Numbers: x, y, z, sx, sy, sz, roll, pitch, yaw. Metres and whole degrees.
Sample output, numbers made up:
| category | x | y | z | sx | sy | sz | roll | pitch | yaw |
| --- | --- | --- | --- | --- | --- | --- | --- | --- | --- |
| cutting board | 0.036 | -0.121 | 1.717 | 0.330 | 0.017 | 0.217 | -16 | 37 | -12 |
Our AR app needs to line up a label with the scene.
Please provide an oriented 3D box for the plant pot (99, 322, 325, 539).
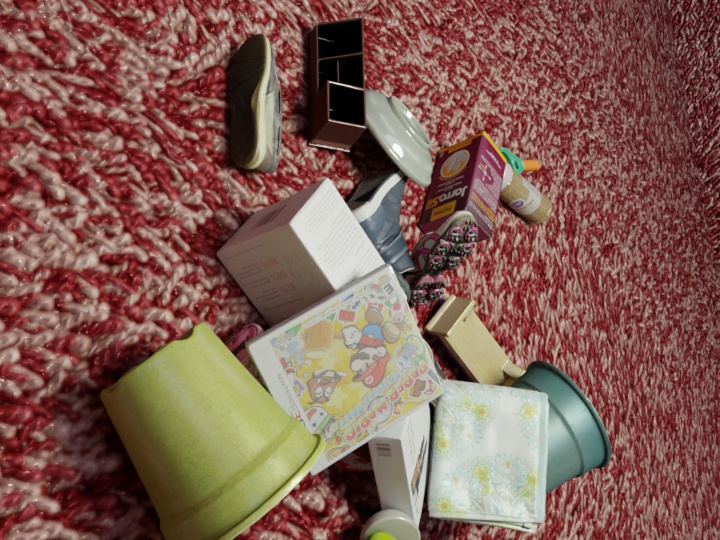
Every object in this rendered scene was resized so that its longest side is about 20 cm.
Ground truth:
| category | x | y | z | sx | sy | sz | roll | pitch | yaw |
| --- | --- | --- | --- | --- | --- | --- | --- | --- | --- |
| plant pot | -0.168 | 0.166 | 0.744 | 0.186 | 0.200 | 0.200 | 55 | 42 | -2 |

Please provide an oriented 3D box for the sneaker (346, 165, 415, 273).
| category | x | y | z | sx | sy | sz | roll | pitch | yaw |
| --- | --- | --- | --- | --- | --- | --- | --- | --- | --- |
| sneaker | 0.046 | -0.076 | 1.144 | 0.148 | 0.076 | 0.203 | 62 | 37 | -20 |

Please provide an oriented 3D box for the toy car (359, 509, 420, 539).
| category | x | y | z | sx | sy | sz | roll | pitch | yaw |
| --- | --- | --- | --- | --- | --- | --- | --- | --- | --- |
| toy car | 0.040 | 0.431 | 0.911 | 0.201 | 0.149 | 0.176 | 55 | 9 | -25 |

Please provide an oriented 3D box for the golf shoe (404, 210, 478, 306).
| category | x | y | z | sx | sy | sz | roll | pitch | yaw |
| --- | --- | --- | --- | --- | --- | --- | --- | --- | --- |
| golf shoe | 0.118 | -0.034 | 1.132 | 0.071 | 0.201 | 0.093 | 2 | 51 | -26 |

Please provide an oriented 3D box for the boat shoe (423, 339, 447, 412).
| category | x | y | z | sx | sy | sz | roll | pitch | yaw |
| --- | --- | --- | --- | --- | --- | --- | --- | --- | --- |
| boat shoe | 0.101 | 0.169 | 1.147 | 0.067 | 0.057 | 0.201 | -40 | 107 | -10 |

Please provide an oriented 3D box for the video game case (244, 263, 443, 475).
| category | x | y | z | sx | sy | sz | roll | pitch | yaw |
| --- | --- | --- | --- | --- | --- | --- | --- | --- | --- |
| video game case | -0.014 | 0.119 | 0.853 | 0.198 | 0.023 | 0.184 | -29 | 106 | -15 |

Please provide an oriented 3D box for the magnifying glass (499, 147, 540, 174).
| category | x | y | z | sx | sy | sz | roll | pitch | yaw |
| --- | --- | --- | --- | --- | --- | --- | --- | --- | --- |
| magnifying glass | 0.353 | -0.237 | 1.595 | 0.198 | 0.022 | 0.081 | -11 | 85 | -51 |

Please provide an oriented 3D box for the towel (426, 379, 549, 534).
| category | x | y | z | sx | sy | sz | roll | pitch | yaw |
| --- | --- | --- | --- | --- | --- | --- | --- | --- | --- |
| towel | 0.188 | 0.270 | 1.037 | 0.168 | 0.048 | 0.204 | 8 | 74 | -1 |

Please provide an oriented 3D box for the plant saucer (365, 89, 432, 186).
| category | x | y | z | sx | sy | sz | roll | pitch | yaw |
| --- | --- | --- | --- | --- | --- | --- | --- | --- | --- |
| plant saucer | 0.068 | -0.234 | 1.179 | 0.200 | 0.050 | 0.201 | 46 | 21 | -23 |

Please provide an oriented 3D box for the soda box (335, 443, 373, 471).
| category | x | y | z | sx | sy | sz | roll | pitch | yaw |
| --- | --- | --- | --- | --- | --- | --- | --- | --- | --- |
| soda box | 0.002 | 0.177 | 1.012 | 0.070 | 0.063 | 0.203 | 38 | 51 | -36 |

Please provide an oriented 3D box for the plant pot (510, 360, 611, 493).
| category | x | y | z | sx | sy | sz | roll | pitch | yaw |
| --- | --- | --- | --- | --- | --- | --- | --- | --- | --- |
| plant pot | 0.264 | 0.285 | 1.151 | 0.194 | 0.200 | 0.203 | -29 | 101 | -15 |

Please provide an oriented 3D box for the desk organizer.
| category | x | y | z | sx | sy | sz | roll | pitch | yaw |
| --- | --- | --- | --- | --- | --- | --- | --- | --- | --- |
| desk organizer | -0.037 | -0.299 | 1.106 | 0.071 | 0.077 | 0.204 | 6 | 71 | -24 |

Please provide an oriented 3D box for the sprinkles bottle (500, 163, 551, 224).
| category | x | y | z | sx | sy | sz | roll | pitch | yaw |
| --- | --- | --- | --- | --- | --- | --- | --- | --- | --- |
| sprinkles bottle | 0.335 | -0.168 | 1.513 | 0.199 | 0.068 | 0.069 | 27 | 57 | -41 |

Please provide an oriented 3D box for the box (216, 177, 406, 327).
| category | x | y | z | sx | sy | sz | roll | pitch | yaw |
| --- | --- | --- | --- | --- | --- | --- | --- | --- | --- |
| box | -0.061 | 0.008 | 0.929 | 0.201 | 0.151 | 0.107 | 56 | 43 | -21 |

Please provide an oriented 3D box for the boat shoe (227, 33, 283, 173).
| category | x | y | z | sx | sy | sz | roll | pitch | yaw |
| --- | --- | --- | --- | --- | --- | --- | --- | --- | --- |
| boat shoe | -0.141 | -0.230 | 0.990 | 0.066 | 0.071 | 0.205 | 25 | 59 | -53 |

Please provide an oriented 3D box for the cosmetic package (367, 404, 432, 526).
| category | x | y | z | sx | sy | sz | roll | pitch | yaw |
| --- | --- | --- | --- | --- | --- | --- | --- | --- | --- |
| cosmetic package | 0.061 | 0.242 | 0.988 | 0.152 | 0.051 | 0.202 | -71 | 157 | -50 |

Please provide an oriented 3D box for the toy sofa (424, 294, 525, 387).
| category | x | y | z | sx | sy | sz | roll | pitch | yaw |
| --- | --- | --- | --- | --- | --- | --- | --- | --- | --- |
| toy sofa | 0.196 | 0.141 | 1.249 | 0.083 | 0.097 | 0.201 | -48 | 116 | -19 |

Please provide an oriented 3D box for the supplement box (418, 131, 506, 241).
| category | x | y | z | sx | sy | sz | roll | pitch | yaw |
| --- | --- | --- | --- | --- | --- | --- | --- | --- | --- |
| supplement box | 0.192 | -0.145 | 1.307 | 0.086 | 0.109 | 0.202 | 42 | 49 | -30 |

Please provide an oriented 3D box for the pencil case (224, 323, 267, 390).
| category | x | y | z | sx | sy | sz | roll | pitch | yaw |
| --- | --- | --- | --- | --- | --- | --- | --- | --- | --- |
| pencil case | -0.097 | 0.156 | 0.893 | 0.083 | 0.086 | 0.200 | -44 | 116 | -5 |

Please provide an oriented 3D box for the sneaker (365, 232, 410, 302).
| category | x | y | z | sx | sy | sz | roll | pitch | yaw |
| --- | --- | --- | --- | --- | --- | --- | --- | --- | --- |
| sneaker | 0.000 | 0.000 | 1.033 | 0.199 | 0.073 | 0.082 | 40 | 27 | -16 |
